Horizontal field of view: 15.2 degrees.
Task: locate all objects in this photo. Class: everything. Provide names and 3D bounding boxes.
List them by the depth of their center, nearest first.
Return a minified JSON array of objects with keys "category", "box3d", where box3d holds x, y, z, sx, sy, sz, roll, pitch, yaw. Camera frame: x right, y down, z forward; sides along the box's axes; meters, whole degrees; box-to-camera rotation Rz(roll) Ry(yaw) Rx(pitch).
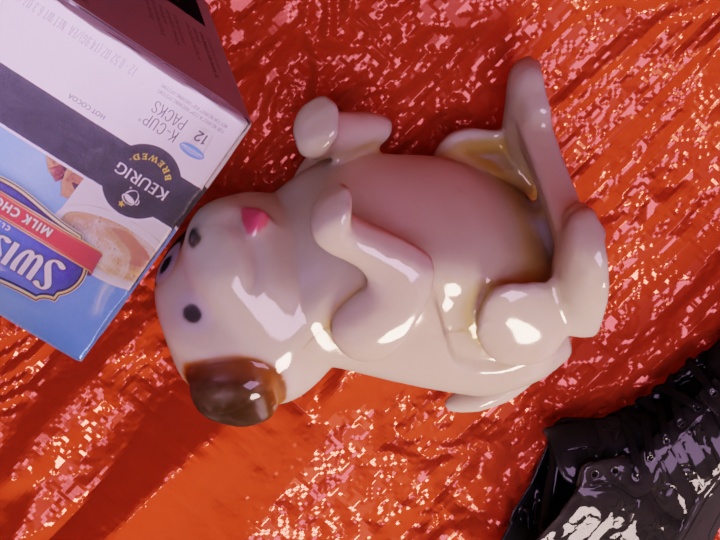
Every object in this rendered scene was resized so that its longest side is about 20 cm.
[{"category":"cocoa box","box3d":[-0.145,-0.077,1.178,0.133,0.200,0.131,32,103,-20]},{"category":"toy dog","box3d":[0.000,0.000,1.286,0.199,0.140,0.194,-9,149,-8]},{"category":"sneaker","box3d":[0.140,0.095,1.372,0.104,0.060,0.201,16,111,-20]}]
